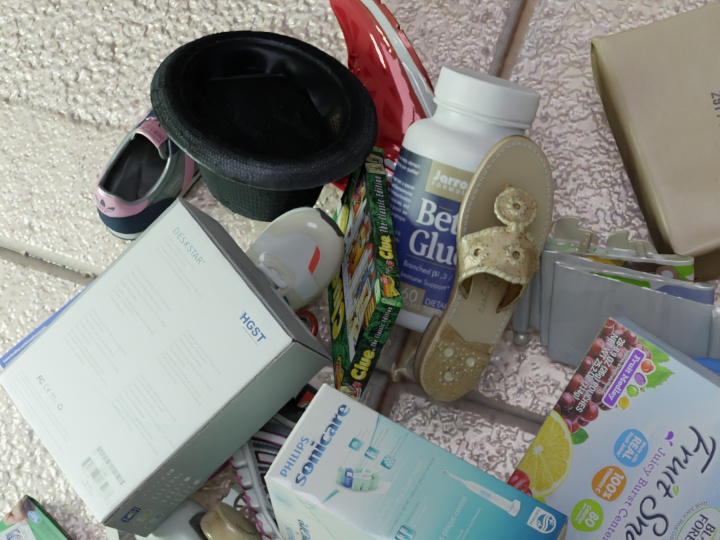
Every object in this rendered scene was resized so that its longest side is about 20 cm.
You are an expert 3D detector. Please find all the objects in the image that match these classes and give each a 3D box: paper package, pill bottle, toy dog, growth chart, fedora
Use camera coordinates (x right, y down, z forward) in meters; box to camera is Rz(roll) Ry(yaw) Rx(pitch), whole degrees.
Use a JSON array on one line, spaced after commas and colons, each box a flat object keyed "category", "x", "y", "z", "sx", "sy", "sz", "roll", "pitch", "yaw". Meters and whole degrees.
[{"category": "paper package", "x": 0.305, "y": -0.112, "z": 1.598, "sx": 0.190, "sy": 0.104, "sz": 0.201, "roll": -18, "pitch": 72, "yaw": 3}, {"category": "pill bottle", "x": 0.077, "y": -0.055, "z": 1.575, "sx": 0.110, "sy": 0.111, "sz": 0.201, "roll": 17, "pitch": 100, "yaw": 12}, {"category": "toy dog", "x": -0.148, "y": 0.190, "z": 1.556, "sx": 0.131, "sy": 0.096, "sz": 0.201, "roll": -29, "pitch": 67, "yaw": 11}, {"category": "growth chart", "x": 0.210, "y": 0.033, "z": 1.561, "sx": 0.199, "sy": 0.145, "sz": 0.018, "roll": 19, "pitch": 36, "yaw": 11}, {"category": "fedora", "x": -0.082, "y": -0.106, "z": 1.610, "sx": 0.199, "sy": 0.092, "sz": 0.201, "roll": 6, "pitch": 40, "yaw": -5}]

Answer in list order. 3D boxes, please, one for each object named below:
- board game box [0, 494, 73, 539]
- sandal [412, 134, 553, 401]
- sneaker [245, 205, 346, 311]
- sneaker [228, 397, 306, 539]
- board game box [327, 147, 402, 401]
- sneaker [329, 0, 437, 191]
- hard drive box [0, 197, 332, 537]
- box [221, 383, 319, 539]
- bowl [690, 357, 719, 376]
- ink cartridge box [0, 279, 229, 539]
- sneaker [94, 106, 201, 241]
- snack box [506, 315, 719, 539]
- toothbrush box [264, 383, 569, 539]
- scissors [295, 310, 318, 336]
[{"category": "board game box", "x": -0.249, "y": 0.298, "z": 1.598, "sx": 0.135, "sy": 0.029, "sz": 0.200, "roll": -44, "pitch": 74, "yaw": -5}, {"category": "sandal", "x": 0.105, "y": 0.009, "z": 1.501, "sx": 0.077, "sy": 0.070, "sz": 0.213, "roll": 16, "pitch": 102, "yaw": -23}, {"category": "sneaker", "x": -0.090, "y": 0.031, "z": 1.564, "sx": 0.199, "sy": 0.094, "sz": 0.070, "roll": -36, "pitch": 104, "yaw": 32}, {"category": "sneaker", "x": -0.048, "y": 0.151, "z": 1.546, "sx": 0.087, "sy": 0.074, "sz": 0.201, "roll": -30, "pitch": 68, "yaw": 6}, {"category": "board game box", "x": 0.000, "y": 0.000, "z": 1.557, "sx": 0.023, "sy": 0.105, "sz": 0.200, "roll": 11, "pitch": 35, "yaw": -13}, {"category": "sneaker", "x": 0.001, "y": -0.141, "z": 1.661, "sx": 0.115, "sy": 0.078, "sz": 0.201, "roll": -31, "pitch": 72, "yaw": -3}, {"category": "hard drive box", "x": -0.148, "y": 0.074, "z": 1.493, "sx": 0.200, "sy": 0.077, "sz": 0.156, "roll": -43, "pitch": 65, "yaw": 6}, {"category": "box", "x": -0.001, "y": 0.202, "z": 1.586, "sx": 0.199, "sy": 0.038, "sz": 0.137, "roll": 33, "pitch": 81, "yaw": 15}, {"category": "bowl", "x": 0.253, "y": 0.167, "z": 1.531, "sx": 0.199, "sy": 0.039, "sz": 0.202, "roll": 0, "pitch": 89, "yaw": 16}, {"category": "ink cartridge box", "x": -0.206, "y": 0.111, "z": 1.635, "sx": 0.119, "sy": 0.042, "sz": 0.200, "roll": -39, "pitch": 72, "yaw": 0}, {"category": "sneaker", "x": -0.153, "y": -0.118, "z": 1.671, "sx": 0.070, "sy": 0.082, "sz": 0.201, "roll": 29, "pitch": 79, "yaw": 13}, {"category": "snack box", "x": 0.209, "y": 0.161, "z": 1.489, "sx": 0.168, "sy": 0.068, "sz": 0.201, "roll": 34, "pitch": 100, "yaw": 14}, {"category": "toothbrush box", "x": 0.040, "y": 0.183, "z": 1.419, "sx": 0.199, "sy": 0.147, "sz": 0.085, "roll": 29, "pitch": 71, "yaw": 13}, {"category": "scissors", "x": -0.135, "y": 0.053, "z": 1.657, "sx": 0.199, "sy": 0.014, "sz": 0.074, "roll": -15, "pitch": 77, "yaw": 4}]
